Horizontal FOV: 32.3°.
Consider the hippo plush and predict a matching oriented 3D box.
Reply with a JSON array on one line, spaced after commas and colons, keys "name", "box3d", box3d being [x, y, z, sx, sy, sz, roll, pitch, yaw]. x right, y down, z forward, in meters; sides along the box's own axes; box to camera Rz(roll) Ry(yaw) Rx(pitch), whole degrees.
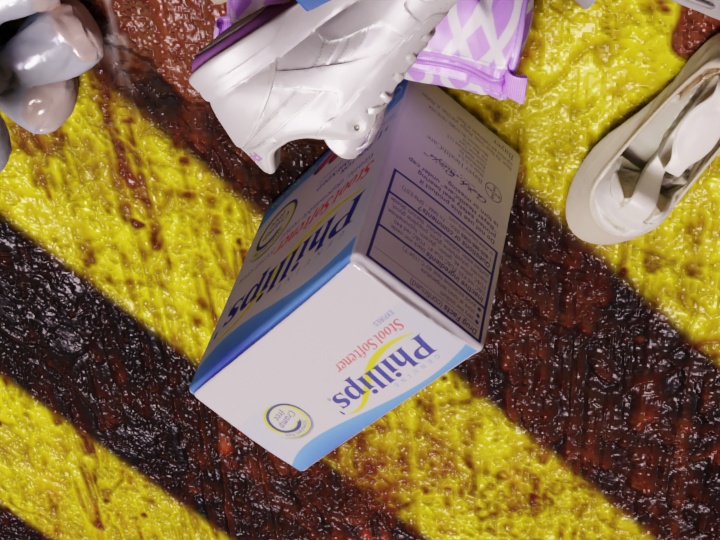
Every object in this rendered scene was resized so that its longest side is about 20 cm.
[{"name": "hippo plush", "box3d": [-0.285, -0.139, 0.823, 0.199, 0.161, 0.160, 16, 133, 3]}]

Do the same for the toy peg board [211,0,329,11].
[{"name": "toy peg board", "box3d": [0.032, -0.223, 0.643, 0.199, 0.200, 0.098, -20, 137, 31]}]

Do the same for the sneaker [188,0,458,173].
[{"name": "sneaker", "box3d": [0.005, -0.126, 0.709, 0.199, 0.075, 0.100, -25, 106, 19]}]

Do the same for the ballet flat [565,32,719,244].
[{"name": "ballet flat", "box3d": [0.192, -0.071, 0.801, 0.069, 0.070, 0.200, 27, 132, -7]}]

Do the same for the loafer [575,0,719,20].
[{"name": "loafer", "box3d": [0.130, -0.186, 0.715, 0.198, 0.070, 0.070, 12, 115, 6]}]

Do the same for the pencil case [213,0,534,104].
[{"name": "pencil case", "box3d": [0.010, -0.158, 0.768, 0.198, 0.086, 0.084, 9, 138, 8]}]

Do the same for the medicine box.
[{"name": "medicine box", "box3d": [0.000, 0.000, 0.829, 0.103, 0.201, 0.182, 37, 130, -16]}]
